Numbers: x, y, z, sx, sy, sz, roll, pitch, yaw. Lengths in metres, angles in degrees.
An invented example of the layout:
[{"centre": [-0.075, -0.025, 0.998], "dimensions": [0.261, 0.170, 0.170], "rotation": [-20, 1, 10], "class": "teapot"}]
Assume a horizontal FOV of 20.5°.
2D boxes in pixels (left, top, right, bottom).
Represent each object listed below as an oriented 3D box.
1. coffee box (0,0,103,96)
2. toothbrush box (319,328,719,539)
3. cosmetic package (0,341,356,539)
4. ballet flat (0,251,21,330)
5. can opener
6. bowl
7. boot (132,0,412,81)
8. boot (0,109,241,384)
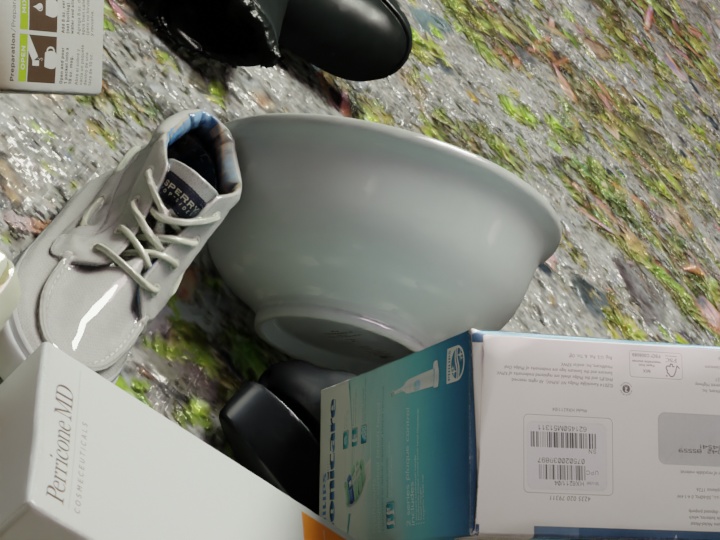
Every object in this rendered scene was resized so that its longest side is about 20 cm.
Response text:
[{"centre": [-0.217, -0.119, 0.860], "dimensions": [0.200, 0.114, 0.080], "rotation": [-5, 98, -59], "class": "coffee box"}, {"centre": [0.078, 0.085, 0.885], "dimensions": [0.146, 0.200, 0.085], "rotation": [5, 79, -19], "class": "toothbrush box"}, {"centre": [-0.072, 0.128, 0.809], "dimensions": [0.200, 0.071, 0.101], "rotation": [35, 26, -26], "class": "cosmetic package"}, {"centre": [-0.182, -0.005, 0.818], "dimensions": [0.068, 0.072, 0.200], "rotation": [89, -21, -49], "class": "ballet flat"}, {"centre": [0.012, 0.126, 0.996], "dimensions": [0.200, 0.079, 0.063], "rotation": [49, -16, -3], "class": "can opener"}, {"centre": [0.000, 0.000, 1.052], "dimensions": [0.201, 0.201, 0.091], "rotation": [29, 67, -37], "class": "bowl"}, {"centre": [-0.059, -0.172, 1.311], "dimensions": [0.198, 0.073, 0.163], "rotation": [36, 22, -9], "class": "boot"}, {"centre": [-0.110, -0.014, 0.937], "dimensions": [0.074, 0.096, 0.200], "rotation": [40, 24, -16], "class": "boot"}]
